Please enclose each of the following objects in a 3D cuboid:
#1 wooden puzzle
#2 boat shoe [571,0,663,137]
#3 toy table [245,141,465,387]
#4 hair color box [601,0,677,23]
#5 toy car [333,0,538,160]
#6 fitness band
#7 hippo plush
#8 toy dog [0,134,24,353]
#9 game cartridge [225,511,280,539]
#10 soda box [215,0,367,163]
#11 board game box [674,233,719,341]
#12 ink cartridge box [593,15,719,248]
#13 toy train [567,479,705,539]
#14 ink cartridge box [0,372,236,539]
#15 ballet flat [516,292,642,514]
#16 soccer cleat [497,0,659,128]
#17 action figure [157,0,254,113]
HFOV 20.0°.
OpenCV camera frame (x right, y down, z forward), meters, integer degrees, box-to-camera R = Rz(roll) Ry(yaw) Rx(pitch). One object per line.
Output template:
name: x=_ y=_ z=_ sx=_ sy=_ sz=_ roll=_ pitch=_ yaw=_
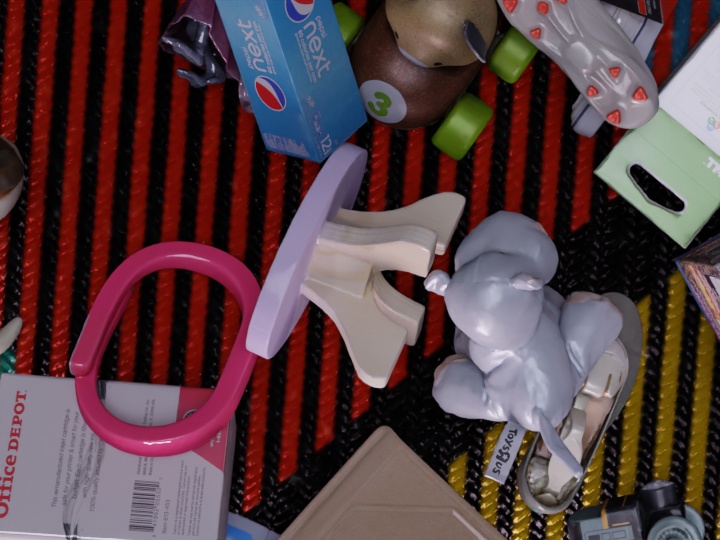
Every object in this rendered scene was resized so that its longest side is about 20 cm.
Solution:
wooden puzzle: x=0.031 y=0.261 z=1.723 sx=0.200 sy=0.037 sz=0.185 roll=45 pitch=64 yaw=-3
boat shoe: x=0.210 y=-0.215 z=1.711 sx=0.086 sy=0.075 sz=0.202 roll=29 pitch=89 yaw=-1
toy table: x=0.000 y=0.000 z=1.679 sx=0.117 sy=0.184 sz=0.200 roll=22 pitch=76 yaw=8
hair color box: x=0.167 y=-0.281 z=1.656 sx=0.200 sy=0.102 sz=0.061 roll=25 pitch=72 yaw=24
toy car: x=0.055 y=-0.191 z=1.651 sx=0.164 sy=0.200 sz=0.158 roll=35 pitch=92 yaw=0
fitness band: x=-0.159 y=0.064 z=1.698 sx=0.143 sy=0.037 sz=0.200 roll=16 pitch=56 yaw=6
hippo plush: x=0.106 y=0.046 z=1.653 sx=0.159 sy=0.200 sz=0.161 roll=-8 pitch=130 yaw=33
toy dog: x=-0.352 y=-0.029 z=1.696 sx=0.193 sy=0.140 sz=0.200 roll=23 pitch=92 yaw=-13
game cartridge: x=-0.148 y=0.264 z=1.728 sx=0.199 sy=0.040 sz=0.134 roll=13 pitch=67 yaw=6
soda box: x=-0.061 y=-0.190 z=1.641 sx=0.068 sy=0.064 sz=0.200 roll=-43 pitch=132 yaw=-32
board game box: x=0.349 y=0.039 z=1.655 sx=0.097 sy=0.200 sz=0.160 roll=-29 pitch=92 yaw=1
ink cartridge box: x=0.297 y=-0.127 z=1.720 sx=0.104 sy=0.059 sz=0.200 roll=40 pitch=92 yaw=0
toy train: x=0.244 y=0.280 z=1.730 sx=0.114 sy=0.085 sz=0.201 roll=-10 pitch=94 yaw=13
ink cartridge box: x=-0.210 y=0.173 z=1.700 sx=0.199 sy=0.084 sz=0.145 roll=4 pitch=63 yaw=1
ballet flat: x=0.191 y=0.115 z=1.728 sx=0.067 sy=0.064 sz=0.201 roll=22 pitch=92 yaw=0
soccer cleat: x=0.169 y=-0.198 z=1.637 sx=0.069 sy=0.078 sz=0.200 roll=-36 pitch=93 yaw=20
action figure: x=-0.091 y=-0.252 z=1.691 sx=0.149 sy=0.134 sz=0.200 roll=32 pitch=76 yaw=-22
